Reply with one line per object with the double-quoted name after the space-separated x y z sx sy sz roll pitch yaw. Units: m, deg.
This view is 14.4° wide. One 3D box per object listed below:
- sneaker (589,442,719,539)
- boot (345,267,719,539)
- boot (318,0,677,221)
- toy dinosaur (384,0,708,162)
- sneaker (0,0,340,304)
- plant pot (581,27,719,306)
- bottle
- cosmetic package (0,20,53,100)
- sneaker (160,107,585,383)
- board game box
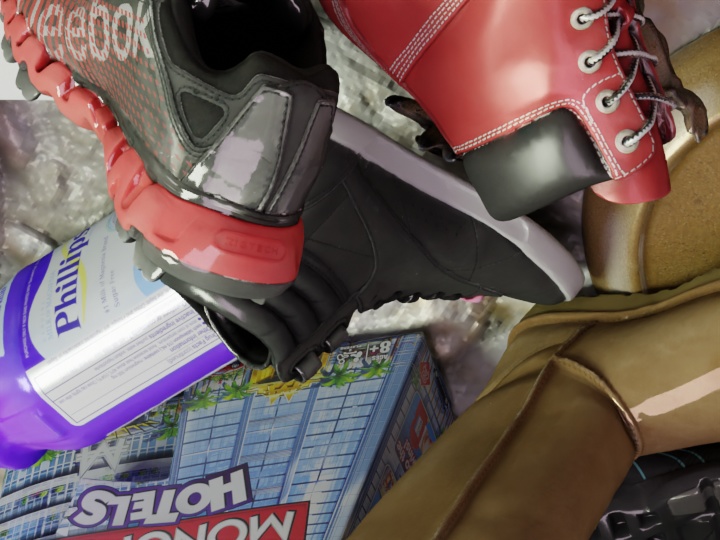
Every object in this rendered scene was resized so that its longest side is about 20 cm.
0.122 0.083 1.143 0.199 0.079 0.076 -10 135 12 "sneaker"
0.083 0.084 1.049 0.175 0.200 0.066 -11 117 41 "boot"
0.083 -0.104 0.906 0.144 0.072 0.200 52 129 3 "boot"
0.056 -0.110 1.035 0.135 0.086 0.200 -7 114 27 "toy dinosaur"
-0.062 -0.077 0.960 0.071 0.201 0.098 11 116 -34 "sneaker"
0.185 -0.010 1.110 0.199 0.028 0.201 4 124 6 "plant pot"
-0.111 0.028 1.145 0.200 0.084 0.065 -30 124 25 "bottle"
-0.127 -0.159 1.047 0.150 0.052 0.200 2 123 11 "cosmetic package"
0.000 0.000 1.071 0.200 0.071 0.099 26 92 -44 "sneaker"
-0.068 0.127 1.130 0.199 0.200 0.062 -10 130 14 "board game box"
